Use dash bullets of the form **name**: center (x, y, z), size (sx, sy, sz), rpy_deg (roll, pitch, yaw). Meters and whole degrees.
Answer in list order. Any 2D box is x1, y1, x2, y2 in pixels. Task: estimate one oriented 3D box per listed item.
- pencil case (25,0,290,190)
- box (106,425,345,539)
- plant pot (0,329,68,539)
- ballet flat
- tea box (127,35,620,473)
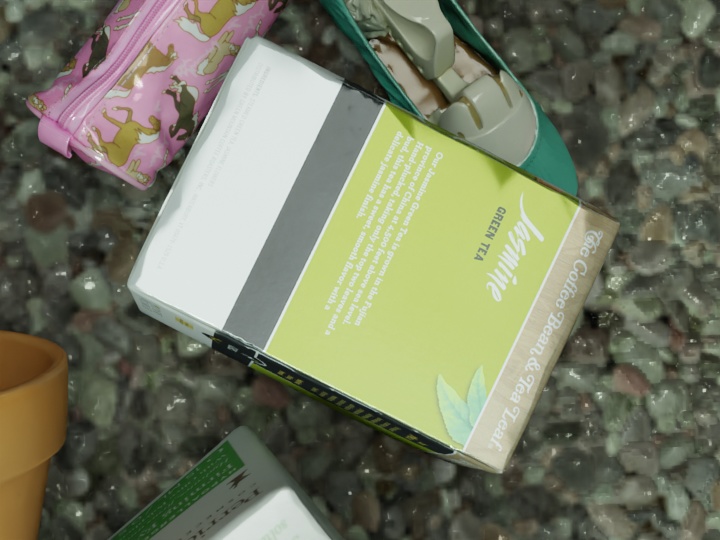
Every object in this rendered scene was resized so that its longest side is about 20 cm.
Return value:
- **pencil case**: center (-0.087, -0.136, 1.046), size (0.086, 0.083, 0.200), rpy_deg (33, 98, -33)
- **box**: center (-0.062, 0.222, 0.982), size (0.199, 0.171, 0.200), rpy_deg (-39, 102, -5)
- **plant pot**: center (-0.233, 0.115, 0.956), size (0.198, 0.200, 0.141), rpy_deg (-4, 100, -4)
- **ballet flat**: center (0.044, -0.105, 1.077), size (0.067, 0.070, 0.200), rpy_deg (-40, 90, -6)
- **tea box**: center (0.000, 0.000, 1.002), size (0.196, 0.200, 0.134), rpy_deg (27, 84, -3)
